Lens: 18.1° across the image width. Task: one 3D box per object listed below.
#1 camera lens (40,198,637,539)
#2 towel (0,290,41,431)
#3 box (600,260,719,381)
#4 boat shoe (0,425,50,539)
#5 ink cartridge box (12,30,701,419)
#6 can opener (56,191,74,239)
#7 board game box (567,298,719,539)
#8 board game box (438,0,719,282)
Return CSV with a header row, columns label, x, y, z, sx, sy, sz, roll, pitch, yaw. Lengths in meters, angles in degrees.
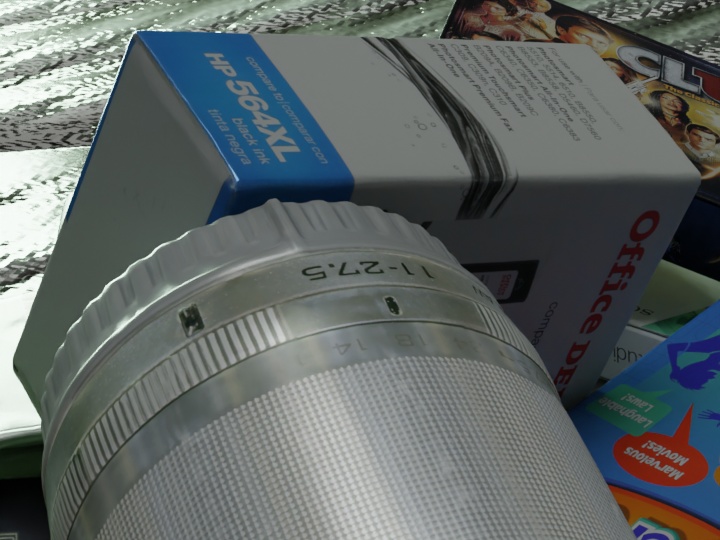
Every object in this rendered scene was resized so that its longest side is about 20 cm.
label,x,y,z,sx,sy,sz,roll,pitch,yaw
camera lens,0.001,0.099,0.649,0.159,0.160,0.200,-13,46,-15
towel,-0.167,0.048,0.972,0.199,0.023,0.144,-8,25,-11
box,0.205,0.008,0.973,0.144,0.036,0.200,19,37,38
boat shoe,-0.089,0.088,0.803,0.199,0.065,0.074,-10,63,-10
ink cartridge box,0.000,0.000,0.785,0.199,0.146,0.084,-2,41,-35
can opener,-0.099,0.024,0.936,0.067,0.054,0.200,11,21,-8
board game box,0.134,0.086,0.788,0.200,0.045,0.152,-34,38,-26
board game box,0.122,-0.054,0.954,0.199,0.035,0.136,21,30,0
